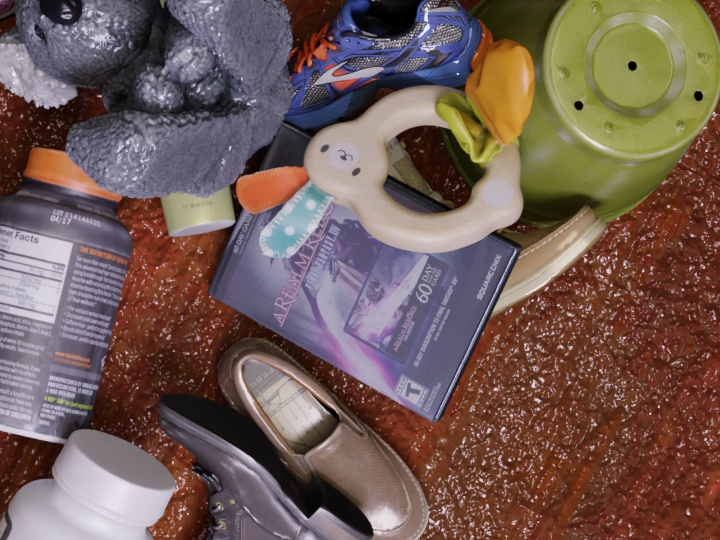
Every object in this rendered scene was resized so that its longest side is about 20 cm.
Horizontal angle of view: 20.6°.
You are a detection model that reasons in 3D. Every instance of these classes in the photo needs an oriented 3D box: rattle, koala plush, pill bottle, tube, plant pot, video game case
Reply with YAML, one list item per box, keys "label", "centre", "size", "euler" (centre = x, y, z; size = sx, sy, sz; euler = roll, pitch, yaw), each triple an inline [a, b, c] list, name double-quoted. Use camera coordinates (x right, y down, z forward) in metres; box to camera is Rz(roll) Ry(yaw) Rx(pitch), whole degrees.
- label: "rattle"
  centre: [0.013, -0.080, 1.338]
  size: [0.199, 0.143, 0.131]
  euler: [-1, 82, -2]
- label: "koala plush"
  centre: [-0.162, -0.157, 1.377]
  size: [0.200, 0.184, 0.178]
  euler: [28, 96, 23]
- label: "pill bottle"
  centre: [-0.209, 0.215, 1.372]
  size: [0.110, 0.111, 0.201]
  euler: [27, 101, -7]
- label: "tube"
  centre: [-0.137, -0.127, 1.456]
  size: [0.058, 0.052, 0.201]
  euler: [-5, 82, -48]
- label: "plant pot"
  centre: [0.171, -0.134, 1.433]
  size: [0.199, 0.193, 0.201]
  euler: [0, 88, -9]
- label: "video game case"
  centre: [0.000, 0.000, 1.427]
  size: [0.199, 0.019, 0.143]
  euler: [29, 106, 14]
- label: "pill bottle"
  centre: [-0.223, 0.016, 1.405]
  size: [0.106, 0.106, 0.201]
  euler: [15, 85, -9]

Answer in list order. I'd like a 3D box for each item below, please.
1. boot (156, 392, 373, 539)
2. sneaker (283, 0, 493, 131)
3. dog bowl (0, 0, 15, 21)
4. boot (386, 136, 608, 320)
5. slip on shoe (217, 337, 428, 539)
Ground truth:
- label: "boot"
  centre: [-0.106, 0.203, 1.421]
  size: [0.200, 0.069, 0.174]
  euler: [38, 103, -7]
- label: "sneaker"
  centre: [-0.007, -0.162, 1.430]
  size: [0.199, 0.076, 0.079]
  euler: [-16, 134, 20]
- label: "dog bowl"
  centre: [-0.300, -0.276, 1.421]
  size: [0.199, 0.074, 0.201]
  euler: [0, 88, -9]
- label: "boot"
  centre: [0.065, -0.038, 1.444]
  size: [0.200, 0.073, 0.156]
  euler: [-30, 89, 26]
- label: "slip on shoe"
  centre: [-0.026, 0.129, 1.455]
  size: [0.076, 0.061, 0.200]
  euler: [-41, 94, -9]
